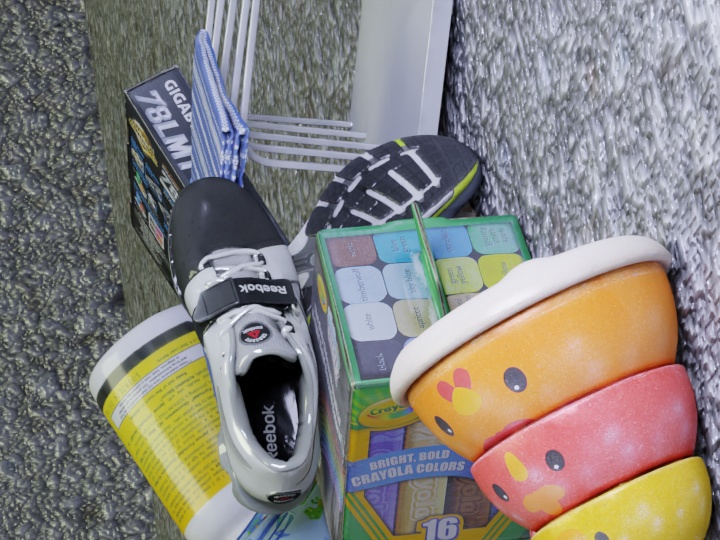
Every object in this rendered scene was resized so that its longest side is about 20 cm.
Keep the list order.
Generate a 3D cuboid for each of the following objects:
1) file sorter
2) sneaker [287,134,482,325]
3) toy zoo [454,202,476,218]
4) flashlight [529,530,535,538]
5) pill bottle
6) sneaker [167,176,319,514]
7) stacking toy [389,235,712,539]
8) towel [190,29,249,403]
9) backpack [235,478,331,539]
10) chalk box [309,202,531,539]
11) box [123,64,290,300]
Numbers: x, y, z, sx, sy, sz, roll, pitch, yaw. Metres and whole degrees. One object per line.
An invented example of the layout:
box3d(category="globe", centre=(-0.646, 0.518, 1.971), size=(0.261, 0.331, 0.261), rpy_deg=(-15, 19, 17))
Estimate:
box3d(category="file sorter", centre=(-0.027, -0.143, 1.757), size=(0.200, 0.124, 0.139), rpy_deg=(-132, 47, -73))
box3d(category="sneaker", centre=(0.000, 0.000, 1.667), size=(0.081, 0.200, 0.074), rpy_deg=(41, -173, -49))
box3d(category="toy zoo", centre=(0.021, 0.031, 1.762), size=(0.131, 0.020, 0.200), rpy_deg=(-118, 43, -65))
box3d(category="flashlight", centre=(0.099, 0.153, 1.447), size=(0.068, 0.068, 0.201), rpy_deg=(174, 91, -78))
box3d(category="pill bottle", centre=(-0.102, 0.132, 1.997), size=(0.200, 0.112, 0.113), rpy_deg=(55, 159, 18))
box3d(category="sneaker", centre=(-0.058, 0.033, 1.570), size=(0.089, 0.074, 0.201), rpy_deg=(119, 136, -72))
box3d(category="stacking toy", centre=(0.116, 0.097, 1.264), size=(0.200, 0.146, 0.146), rpy_deg=(63, 164, 14))
box3d(category="towel", centre=(-0.087, -0.031, 1.717), size=(0.145, 0.024, 0.201), rpy_deg=(-112, 21, -59))
box3d(category="backpack", centre=(-0.025, 0.213, 1.661), size=(0.163, 0.200, 0.154), rpy_deg=(46, 172, -4))
box3d(category="chalk box", centre=(0.041, 0.050, 1.562), size=(0.200, 0.123, 0.125), rpy_deg=(97, 165, -46))
box3d(category="box", centre=(-0.096, -0.011, 1.897), size=(0.200, 0.050, 0.199), rpy_deg=(56, 162, 21))
